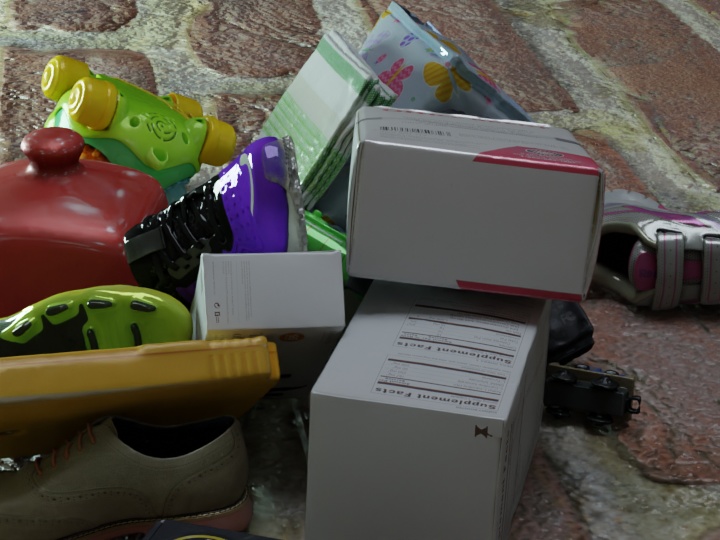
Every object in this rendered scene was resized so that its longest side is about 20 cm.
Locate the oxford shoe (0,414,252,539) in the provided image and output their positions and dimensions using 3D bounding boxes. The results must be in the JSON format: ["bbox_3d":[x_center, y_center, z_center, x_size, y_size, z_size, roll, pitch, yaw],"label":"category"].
[{"bbox_3d":[-0.160,0.114,1.130,0.198,0.074,0.071,-5,25,-14],"label":"oxford shoe"}]

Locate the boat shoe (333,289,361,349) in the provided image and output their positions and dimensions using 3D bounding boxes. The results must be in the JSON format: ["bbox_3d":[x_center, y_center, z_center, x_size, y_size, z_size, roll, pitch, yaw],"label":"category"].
[{"bbox_3d":[-0.012,0.018,1.385,0.198,0.072,0.068,-7,27,-17],"label":"boat shoe"}]

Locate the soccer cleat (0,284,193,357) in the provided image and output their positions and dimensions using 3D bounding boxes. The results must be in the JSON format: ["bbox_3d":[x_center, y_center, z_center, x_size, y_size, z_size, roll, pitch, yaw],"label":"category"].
[{"bbox_3d":[-0.191,0.044,1.250,0.199,0.065,0.084,-16,13,19],"label":"soccer cleat"}]

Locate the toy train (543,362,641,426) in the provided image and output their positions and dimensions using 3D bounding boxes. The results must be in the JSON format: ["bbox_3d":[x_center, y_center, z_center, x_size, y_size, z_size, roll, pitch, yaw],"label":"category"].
[{"bbox_3d":[0.091,0.069,1.322,0.198,0.034,0.046,10,12,22],"label":"toy train"}]

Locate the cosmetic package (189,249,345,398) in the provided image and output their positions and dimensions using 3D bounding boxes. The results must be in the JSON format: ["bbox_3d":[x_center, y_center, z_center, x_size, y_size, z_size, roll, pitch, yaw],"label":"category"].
[{"bbox_3d":[-0.061,0.038,1.224,0.082,0.051,0.200,-4,-15,-8],"label":"cosmetic package"}]

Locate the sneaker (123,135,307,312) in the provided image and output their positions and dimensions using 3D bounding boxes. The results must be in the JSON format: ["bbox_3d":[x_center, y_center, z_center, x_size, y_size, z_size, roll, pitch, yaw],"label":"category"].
[{"bbox_3d":[-0.093,-0.018,1.228,0.099,0.070,0.200,-2,-23,-15],"label":"sneaker"}]

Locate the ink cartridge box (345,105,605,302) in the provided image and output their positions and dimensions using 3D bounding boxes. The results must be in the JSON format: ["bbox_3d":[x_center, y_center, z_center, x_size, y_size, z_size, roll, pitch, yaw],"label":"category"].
[{"bbox_3d":[0.065,-0.045,1.240,0.145,0.084,0.200,6,10,-1],"label":"ink cartridge box"}]

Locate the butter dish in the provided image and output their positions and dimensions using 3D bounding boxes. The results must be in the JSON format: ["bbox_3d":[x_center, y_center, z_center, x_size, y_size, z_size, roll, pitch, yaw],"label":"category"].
[{"bbox_3d":[-0.208,-0.025,1.380,0.198,0.149,0.200,3,21,5],"label":"butter dish"}]

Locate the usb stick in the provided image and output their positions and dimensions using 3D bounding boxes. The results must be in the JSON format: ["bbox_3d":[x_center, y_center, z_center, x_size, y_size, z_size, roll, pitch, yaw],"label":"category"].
[{"bbox_3d":[0.094,-0.023,1.388,0.055,0.033,0.201,-25,72,-15],"label":"usb stick"}]

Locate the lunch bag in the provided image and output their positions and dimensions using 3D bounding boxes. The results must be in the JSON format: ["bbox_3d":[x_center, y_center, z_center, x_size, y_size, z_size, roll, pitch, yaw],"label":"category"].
[{"bbox_3d":[0.026,-0.102,1.534,0.127,0.170,0.200,37,6,-30],"label":"lunch bag"}]

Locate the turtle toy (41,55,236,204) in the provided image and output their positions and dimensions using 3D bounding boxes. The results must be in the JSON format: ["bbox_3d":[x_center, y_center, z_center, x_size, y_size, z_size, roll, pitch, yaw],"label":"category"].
[{"bbox_3d":[-0.200,-0.106,1.643,0.145,0.102,0.200,17,10,-30],"label":"turtle toy"}]

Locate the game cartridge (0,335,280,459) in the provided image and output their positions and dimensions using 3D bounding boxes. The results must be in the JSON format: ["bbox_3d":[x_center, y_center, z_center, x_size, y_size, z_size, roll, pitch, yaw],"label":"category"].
[{"bbox_3d":[-0.158,0.075,1.163,0.198,0.033,0.176,-6,-13,-18],"label":"game cartridge"}]

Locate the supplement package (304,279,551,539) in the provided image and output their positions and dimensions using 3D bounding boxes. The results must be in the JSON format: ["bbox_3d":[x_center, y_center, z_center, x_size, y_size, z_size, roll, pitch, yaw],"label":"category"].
[{"bbox_3d":[0.042,0.085,1.166,0.109,0.115,0.200,7,22,10],"label":"supplement package"}]

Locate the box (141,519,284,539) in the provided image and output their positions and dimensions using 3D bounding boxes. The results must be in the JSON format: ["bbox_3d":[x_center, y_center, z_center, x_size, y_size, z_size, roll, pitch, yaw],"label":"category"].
[{"bbox_3d":[-0.038,0.193,0.980,0.198,0.049,0.161,9,26,16],"label":"box"}]

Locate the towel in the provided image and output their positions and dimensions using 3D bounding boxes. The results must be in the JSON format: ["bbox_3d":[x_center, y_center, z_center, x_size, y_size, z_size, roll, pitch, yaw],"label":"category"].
[{"bbox_3d":[-0.051,-0.072,1.476,0.031,0.201,0.149,29,11,-22],"label":"towel"}]

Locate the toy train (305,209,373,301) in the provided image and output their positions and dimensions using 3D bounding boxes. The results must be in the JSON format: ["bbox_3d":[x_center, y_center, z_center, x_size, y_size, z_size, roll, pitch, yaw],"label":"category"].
[{"bbox_3d":[0.000,0.000,1.306,0.199,0.042,0.056,29,0,18],"label":"toy train"}]

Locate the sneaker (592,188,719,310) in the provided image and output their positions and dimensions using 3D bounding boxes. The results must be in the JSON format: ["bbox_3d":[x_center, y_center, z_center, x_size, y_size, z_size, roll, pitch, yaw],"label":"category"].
[{"bbox_3d":[0.238,-0.005,1.467,0.199,0.082,0.088,6,22,32],"label":"sneaker"}]
